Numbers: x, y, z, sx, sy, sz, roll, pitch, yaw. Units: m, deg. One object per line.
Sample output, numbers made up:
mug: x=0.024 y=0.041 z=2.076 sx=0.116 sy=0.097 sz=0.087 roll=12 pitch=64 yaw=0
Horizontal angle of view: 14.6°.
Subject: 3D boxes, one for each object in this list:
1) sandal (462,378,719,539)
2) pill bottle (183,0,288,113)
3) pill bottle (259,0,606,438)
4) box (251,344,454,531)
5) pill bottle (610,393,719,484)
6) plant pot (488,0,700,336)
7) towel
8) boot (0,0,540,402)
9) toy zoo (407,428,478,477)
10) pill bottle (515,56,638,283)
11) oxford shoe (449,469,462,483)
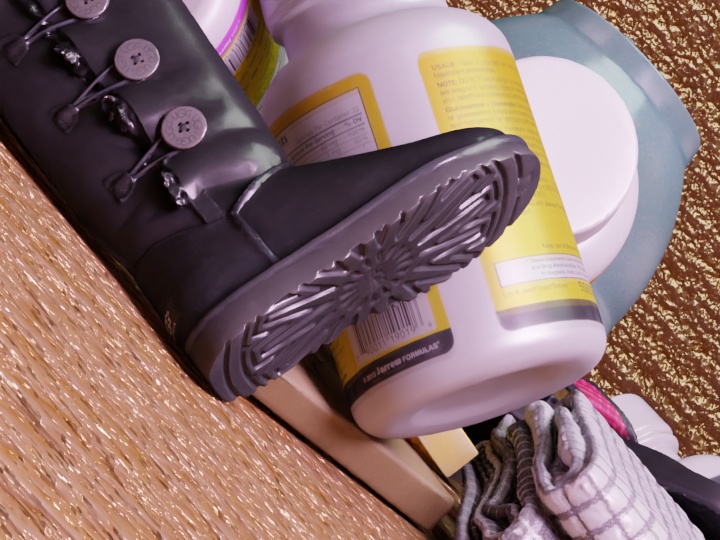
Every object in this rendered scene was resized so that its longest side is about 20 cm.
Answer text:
sandal: x=0.113 y=0.086 z=1.386 sx=0.199 sy=0.045 sz=0.075 roll=24 pitch=-28 yaw=23
pill bottle: x=-0.083 y=-0.094 z=1.275 sx=0.104 sy=0.104 sz=0.200 roll=49 pitch=-4 yaw=22
pill bottle: x=0.023 y=-0.039 z=1.182 sx=0.112 sy=0.111 sz=0.201 roll=33 pitch=38 yaw=-73
box: x=-0.046 y=0.022 z=1.219 sx=0.164 sy=0.021 sz=0.200 roll=51 pitch=5 yaw=35
pill bottle: x=0.172 y=0.165 z=1.434 sx=0.200 sy=0.120 sz=0.120 roll=49 pitch=5 yaw=25
plant pot: x=0.107 y=-0.068 z=1.598 sx=0.200 sy=0.134 sz=0.200 roll=46 pitch=-7 yaw=7
towel: x=0.114 y=0.145 z=1.246 sx=0.166 sy=0.085 sz=0.200 roll=50 pitch=6 yaw=-6
boot: x=-0.050 y=-0.066 z=1.111 sx=0.200 sy=0.164 sz=0.066 roll=49 pitch=-24 yaw=28
toy zoo: x=-0.003 y=0.029 z=1.324 sx=0.131 sy=0.020 sz=0.200 roll=54 pitch=-4 yaw=-12
pill bottle: x=0.069 y=-0.031 z=1.338 sx=0.113 sy=0.113 sz=0.200 roll=48 pitch=-15 yaw=5
oxford shoe: x=0.031 y=0.016 z=1.494 sx=0.071 sy=0.071 sz=0.201 roll=156 pitch=-83 yaw=-73
